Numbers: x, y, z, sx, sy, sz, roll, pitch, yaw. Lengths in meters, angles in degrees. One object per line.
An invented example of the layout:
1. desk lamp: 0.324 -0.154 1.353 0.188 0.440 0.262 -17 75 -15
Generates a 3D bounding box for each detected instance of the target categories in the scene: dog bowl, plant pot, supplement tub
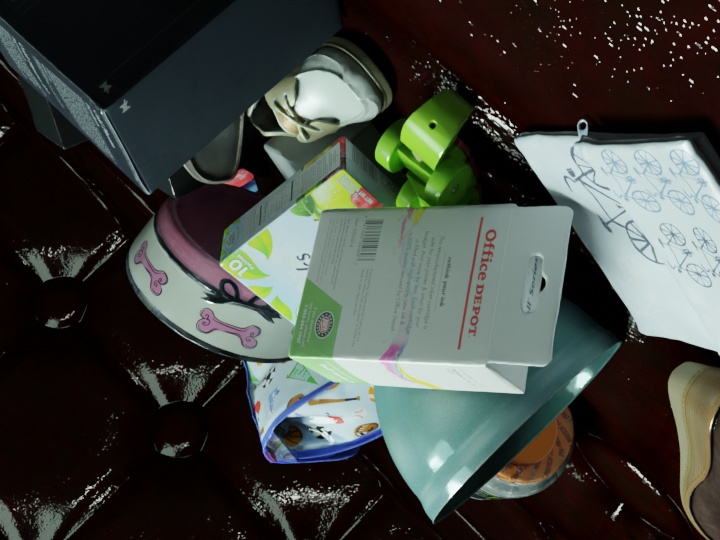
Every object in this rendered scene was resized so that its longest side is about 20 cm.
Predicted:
1. dog bowl: -0.114 -0.007 1.111 0.198 0.074 0.201 22 -152 -12
2. plant pot: 0.086 0.077 0.928 0.134 0.200 0.201 47 168 15
3. supplement tub: 0.139 0.164 1.181 0.123 0.122 0.200 46 168 3

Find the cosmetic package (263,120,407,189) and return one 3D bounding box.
1. cosmetic package: 0.007 -0.050 1.078 0.101 0.071 0.201 32 161 52

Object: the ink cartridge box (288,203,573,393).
1. ink cartridge box: 0.058 0.020 0.826 0.198 0.118 0.067 1 158 32

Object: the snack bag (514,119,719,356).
1. snack bag: 0.184 -0.012 0.723 0.189 0.021 0.200 52 167 -21

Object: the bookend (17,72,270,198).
1. bookend: -0.205 -0.148 1.066 0.092 0.197 0.202 29 140 52

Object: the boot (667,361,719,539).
1. boot: 0.286 0.157 0.782 0.166 0.072 0.201 33 158 54

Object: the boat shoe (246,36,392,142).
1. boat shoe: -0.037 -0.137 0.962 0.075 0.068 0.200 50 167 -15

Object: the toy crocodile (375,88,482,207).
1. toy crocodile: 0.063 -0.067 0.890 0.067 0.062 0.200 40 170 25

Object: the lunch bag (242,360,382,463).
1. lunch bag: -0.024 0.092 1.214 0.124 0.199 0.171 58 -173 -38

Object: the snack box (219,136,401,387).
1. snack box: 0.000 0.000 1.006 0.200 0.142 0.053 40 -151 -29

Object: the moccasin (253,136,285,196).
1. moccasin: -0.052 -0.072 1.211 0.077 0.074 0.202 23 153 29

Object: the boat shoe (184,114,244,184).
1. boat shoe: -0.131 -0.167 0.992 0.073 0.074 0.202 -140 41 -66

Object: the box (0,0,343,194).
1. box: -0.148 -0.192 0.856 0.182 0.200 0.104 41 165 27

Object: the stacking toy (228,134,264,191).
1. stacking toy: -0.160 -0.170 1.243 0.116 0.109 0.201 41 156 34
